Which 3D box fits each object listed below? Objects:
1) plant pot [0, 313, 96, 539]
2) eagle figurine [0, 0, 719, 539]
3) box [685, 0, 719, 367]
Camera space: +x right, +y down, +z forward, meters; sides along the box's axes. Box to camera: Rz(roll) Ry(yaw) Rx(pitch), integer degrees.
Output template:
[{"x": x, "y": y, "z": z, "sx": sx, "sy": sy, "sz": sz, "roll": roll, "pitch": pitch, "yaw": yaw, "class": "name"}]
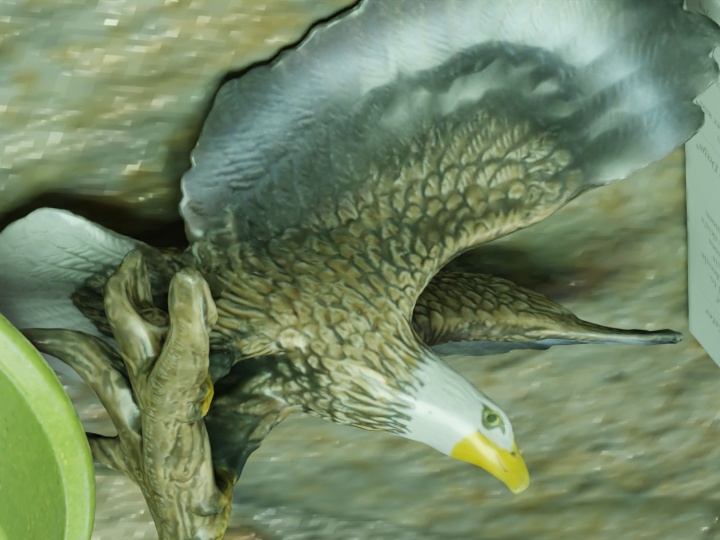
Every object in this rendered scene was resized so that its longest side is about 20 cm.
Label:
[{"x": -0.172, "y": 0.116, "z": 0.618, "sx": 0.200, "sy": 0.190, "sz": 0.200, "roll": 0, "pitch": 130, "yaw": 0, "class": "plant pot"}, {"x": 0.005, "y": 0.006, "z": 0.733, "sx": 0.200, "sy": 0.151, "sz": 0.152, "roll": -40, "pitch": -168, "yaw": -35, "class": "eagle figurine"}, {"x": 0.179, "y": -0.017, "z": 0.767, "sx": 0.106, "sy": 0.152, "sz": 0.200, "roll": -22, "pitch": 138, "yaw": -11, "class": "box"}]
